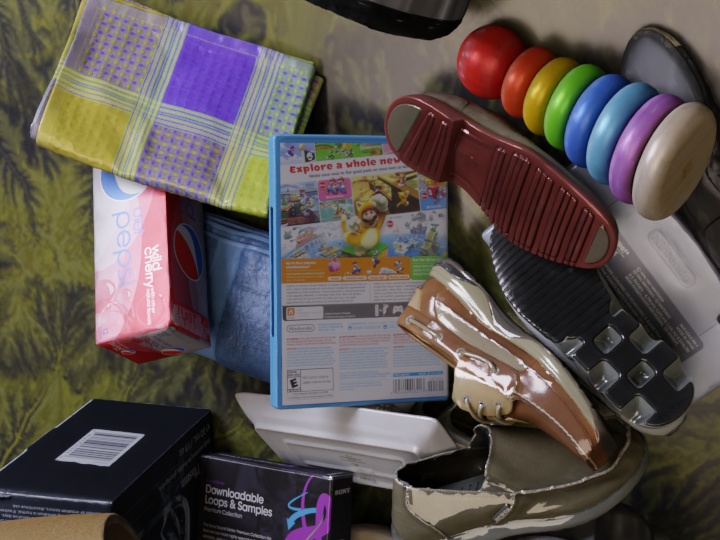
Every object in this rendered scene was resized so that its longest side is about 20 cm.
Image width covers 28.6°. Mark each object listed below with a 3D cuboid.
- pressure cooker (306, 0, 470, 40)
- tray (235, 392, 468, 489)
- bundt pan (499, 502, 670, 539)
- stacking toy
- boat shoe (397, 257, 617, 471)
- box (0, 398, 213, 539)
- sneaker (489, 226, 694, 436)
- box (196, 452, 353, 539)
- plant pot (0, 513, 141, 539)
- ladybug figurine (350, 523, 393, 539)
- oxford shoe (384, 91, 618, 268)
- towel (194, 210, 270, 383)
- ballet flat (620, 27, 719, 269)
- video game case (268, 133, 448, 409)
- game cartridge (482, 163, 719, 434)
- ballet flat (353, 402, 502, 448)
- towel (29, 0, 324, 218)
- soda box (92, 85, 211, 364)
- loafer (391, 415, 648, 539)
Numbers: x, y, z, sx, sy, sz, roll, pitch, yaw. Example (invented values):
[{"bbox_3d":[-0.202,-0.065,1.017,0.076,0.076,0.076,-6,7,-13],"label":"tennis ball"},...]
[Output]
[{"bbox_3d":[0.021,-0.281,0.966,0.174,0.179,0.202,15,112,-21],"label":"pressure cooker"},{"bbox_3d":[-0.004,0.142,1.111,0.198,0.022,0.108,4,145,36],"label":"tray"},{"bbox_3d":[0.161,0.241,1.094,0.199,0.076,0.204,9,134,9],"label":"bundt pan"},{"bbox_3d":[0.148,-0.115,1.004,0.199,0.085,0.086,32,114,29],"label":"stacking toy"},{"bbox_3d":[0.100,0.077,1.016,0.074,0.076,0.200,-43,52,-2],"label":"boat shoe"},{"bbox_3d":[-0.206,0.235,1.165,0.122,0.200,0.199,4,107,16],"label":"box"},{"bbox_3d":[0.163,0.044,1.032,0.074,0.089,0.201,-34,68,-3],"label":"sneaker"},{"bbox_3d":[-0.073,0.257,1.151,0.142,0.036,0.203,4,93,36],"label":"box"},{"bbox_3d":[-0.245,0.253,0.992,0.198,0.186,0.188,-23,98,8],"label":"plant pot"},{"bbox_3d":[-0.010,0.294,1.191,0.135,0.072,0.201,33,112,7],"label":"ladybug figurine"},{"bbox_3d":[0.113,-0.076,1.023,0.199,0.074,0.071,38,128,21],"label":"oxford shoe"},{"bbox_3d":[-0.097,0.021,1.124,0.198,0.048,0.113,19,87,19],"label":"towel"},{"bbox_3d":[0.246,-0.083,1.026,0.066,0.057,0.202,-26,90,35],"label":"ballet flat"},{"bbox_3d":[0.000,0.000,1.067,0.141,0.018,0.203,-1,92,-21],"label":"video game case"},{"bbox_3d":[0.202,0.013,1.067,0.133,0.042,0.201,-37,92,18],"label":"game cartridge"},{"bbox_3d":[0.057,0.118,1.128,0.198,0.071,0.066,29,104,-2],"label":"ballet flat"},{"bbox_3d":[-0.141,-0.129,1.079,0.198,0.023,0.145,20,68,1],"label":"towel"},{"bbox_3d":[-0.165,-0.035,1.098,0.069,0.063,0.203,-13,68,19],"label":"soda box"},{"bbox_3d":[0.111,0.147,1.017,0.198,0.075,0.070,-20,117,0],"label":"loafer"}]
